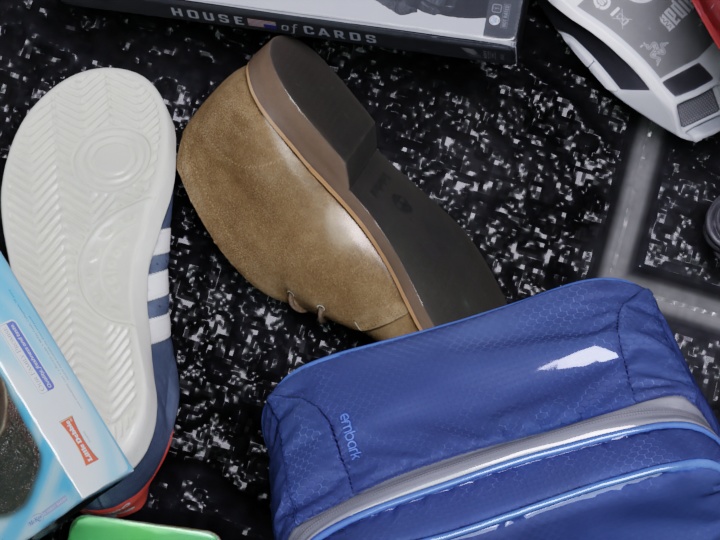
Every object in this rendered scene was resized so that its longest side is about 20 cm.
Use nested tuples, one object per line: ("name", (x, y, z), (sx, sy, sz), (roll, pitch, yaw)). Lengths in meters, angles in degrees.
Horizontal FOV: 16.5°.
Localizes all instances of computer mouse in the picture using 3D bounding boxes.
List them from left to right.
("computer mouse", (0.140, -0.096, 1.084), (0.110, 0.044, 0.200), (-42, 87, -17))

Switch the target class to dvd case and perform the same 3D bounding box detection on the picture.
("dvd case", (-0.019, -0.171, 1.063), (0.198, 0.025, 0.151), (9, 68, 8))

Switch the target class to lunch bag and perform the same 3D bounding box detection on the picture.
("lunch bag", (0.068, 0.105, 0.984), (0.199, 0.136, 0.133), (-18, 43, 1))

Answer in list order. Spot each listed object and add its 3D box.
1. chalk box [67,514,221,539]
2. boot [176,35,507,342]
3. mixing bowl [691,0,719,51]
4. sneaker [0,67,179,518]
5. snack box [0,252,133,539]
("chalk box", (-0.098, 0.202, 0.999), (0.123, 0.124, 0.202), (7, 82, -1))
("boot", (0.000, 0.000, 1.066), (0.075, 0.074, 0.200), (-36, 92, 25))
("mixing bowl", (0.193, -0.123, 0.998), (0.108, 0.200, 0.201), (-31, 85, 18))
("sneaker", (-0.111, 0.012, 1.051), (0.074, 0.085, 0.201), (-1, 59, 6))
("snack box", (-0.189, 0.079, 0.991), (0.200, 0.037, 0.117), (-36, 84, 36))
